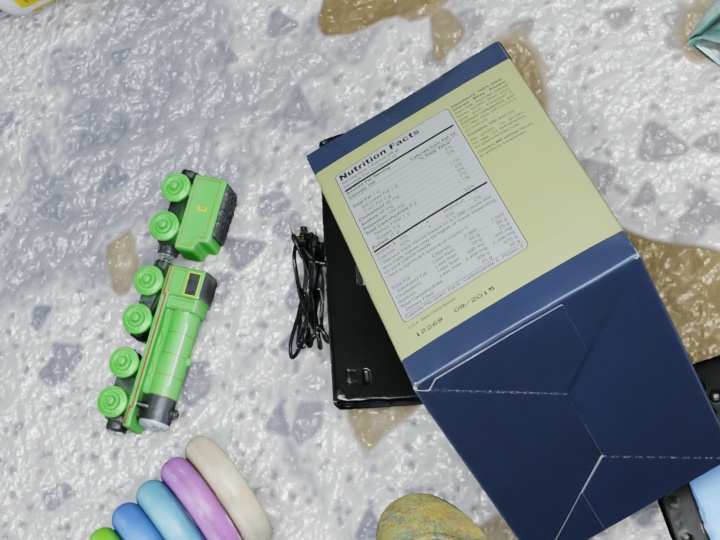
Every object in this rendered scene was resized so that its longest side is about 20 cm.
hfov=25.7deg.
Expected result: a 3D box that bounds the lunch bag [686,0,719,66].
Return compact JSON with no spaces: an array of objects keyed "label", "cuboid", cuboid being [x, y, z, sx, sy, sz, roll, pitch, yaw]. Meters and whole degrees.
[{"label":"lunch bag","cuboid":[0.305,-0.176,0.967,0.171,0.122,0.200,-53,34,5]}]

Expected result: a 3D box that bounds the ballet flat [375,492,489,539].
[{"label":"ballet flat","cuboid":[0.057,0.197,0.810,0.070,0.071,0.201,-30,62,10]}]

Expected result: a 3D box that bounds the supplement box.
[{"label":"supplement box","cuboid":[0.091,0.019,0.915,0.134,0.200,0.200,-30,45,5]}]

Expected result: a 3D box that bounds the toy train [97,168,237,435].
[{"label":"toy train","cuboid":[-0.135,0.023,1.129,0.056,0.042,0.202,11,76,14]}]

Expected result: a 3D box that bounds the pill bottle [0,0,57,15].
[{"label":"pill bottle","cuboid":[-0.247,-0.271,1.236,0.199,0.112,0.113,-24,64,12]}]

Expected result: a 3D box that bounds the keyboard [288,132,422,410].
[{"label":"keyboard","cuboid":[0.000,0.000,1.093,0.103,0.040,0.202,-2,68,-3]}]

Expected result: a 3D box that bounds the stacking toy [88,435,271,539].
[{"label":"stacking toy","cuboid":[-0.158,0.195,1.018,0.199,0.086,0.085,-34,61,-14]}]

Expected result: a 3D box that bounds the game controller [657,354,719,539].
[{"label":"game controller","cuboid":[0.234,0.146,0.933,0.104,0.042,0.201,-23,65,13]}]
